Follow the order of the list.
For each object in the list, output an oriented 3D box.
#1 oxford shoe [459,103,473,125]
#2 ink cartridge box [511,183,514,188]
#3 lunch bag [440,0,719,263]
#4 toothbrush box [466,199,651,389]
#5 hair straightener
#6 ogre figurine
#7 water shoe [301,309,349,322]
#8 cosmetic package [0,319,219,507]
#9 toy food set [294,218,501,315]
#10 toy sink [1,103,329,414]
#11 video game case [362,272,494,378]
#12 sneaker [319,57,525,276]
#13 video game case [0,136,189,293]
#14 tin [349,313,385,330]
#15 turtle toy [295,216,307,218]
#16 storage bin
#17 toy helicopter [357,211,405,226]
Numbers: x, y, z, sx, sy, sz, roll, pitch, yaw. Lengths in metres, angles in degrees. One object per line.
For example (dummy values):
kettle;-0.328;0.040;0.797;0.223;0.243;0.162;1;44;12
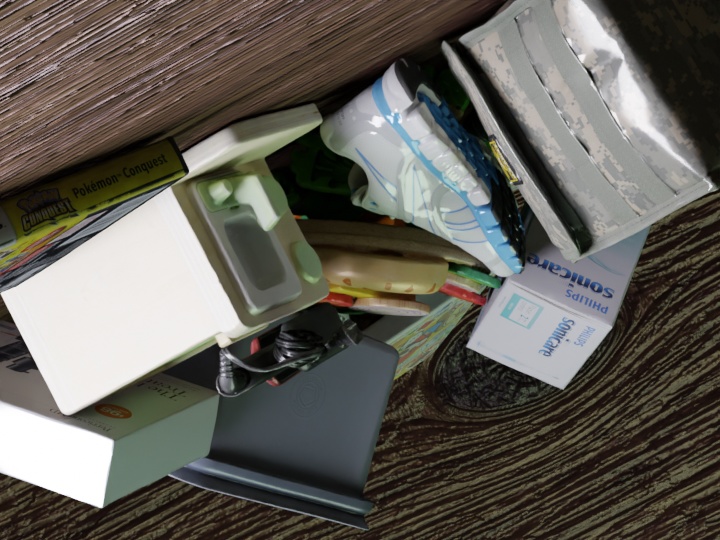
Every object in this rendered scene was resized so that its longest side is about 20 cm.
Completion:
oxford shoe;0.104;-0.121;1.673;0.200;0.071;0.074;-48;-179;-27
ink cartridge box;0.136;-0.119;2.071;0.146;0.083;0.200;-27;178;0
lunch bag;0.141;-0.103;1.398;0.117;0.165;0.200;-32;-179;-35
toothbrush box;0.161;-0.035;1.645;0.147;0.085;0.201;115;-2;-69
hair straightener;-0.040;0.042;1.408;0.077;0.041;0.200;-27;174;15
ogre figurine;0.021;-0.073;1.576;0.200;0.098;0.120;-39;167;-4
water shoe;-0.062;0.046;1.789;0.071;0.079;0.200;-15;162;-18
cosmetic package;-0.214;0.087;1.484;0.199;0.052;0.151;17;-163;19
toy food set;0.000;0.000;1.594;0.199;0.049;0.198;0;172;35
toy sink;-0.102;-0.005;1.411;0.199;0.113;0.130;-29;178;25
video game case;0.012;0.073;1.838;0.200;0.023;0.182;-34;169;-28
sneaker;0.041;-0.057;1.488;0.086;0.200;0.075;-25;-137;19
video game case;-0.214;-0.003;1.231;0.180;0.026;0.200;-26;178;-43
tin;0.027;0.022;1.837;0.112;0.042;0.200;-28;165;-32
turtle toy;-0.006;-0.041;1.886;0.199;0.101;0.146;-29;160;-13
storage bin;-0.073;0.090;1.635;0.199;0.135;0.145;21;179;-40
toy helicopter;0.040;-0.083;1.749;0.200;0.079;0.132;-42;161;-5
